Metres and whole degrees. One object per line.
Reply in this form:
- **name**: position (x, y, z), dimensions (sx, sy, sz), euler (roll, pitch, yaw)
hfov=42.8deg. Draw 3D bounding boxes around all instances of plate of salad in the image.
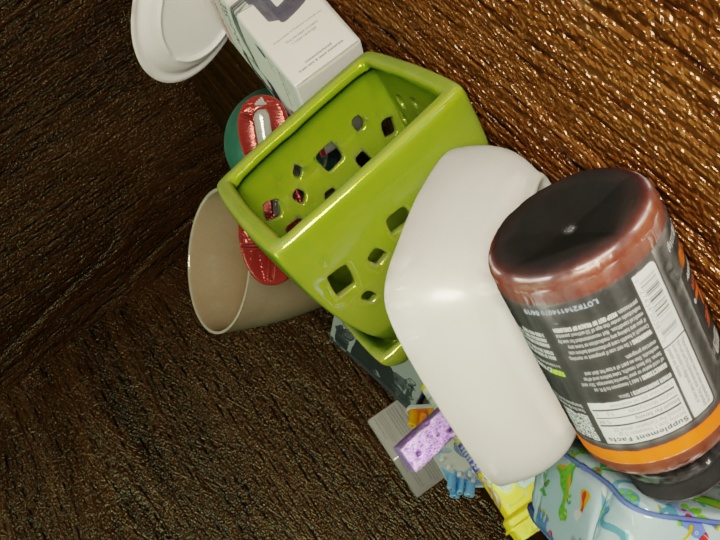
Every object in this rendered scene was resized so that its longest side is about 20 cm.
- **plate of salad**: position (-0.186, -0.303, 0.993), dimensions (0.047, 0.202, 0.201), euler (28, 165, 19)

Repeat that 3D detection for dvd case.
- **dvd case**: position (0.029, 0.085, 1.103), dimensions (0.150, 0.025, 0.201), euler (41, 155, 13)

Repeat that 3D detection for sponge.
- **sponge**: position (0.113, 0.109, 0.852), dimensions (0.030, 0.199, 0.112), euler (48, 172, 9)

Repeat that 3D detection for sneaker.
- **sneaker**: position (-0.092, -0.091, 1.033), dimensions (0.116, 0.076, 0.205), euler (-59, -29, -81)

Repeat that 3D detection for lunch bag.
- **lunch bag**: position (0.222, 0.189, 0.676), dimensions (0.157, 0.084, 0.200), euler (11, -178, -10)

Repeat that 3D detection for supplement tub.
- **supplement tub**: position (0.162, 0.047, 0.556), dimensions (0.202, 0.106, 0.107), euler (58, 173, -26)

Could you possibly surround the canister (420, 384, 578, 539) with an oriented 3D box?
- **canister**: position (0.171, 0.170, 1.001), dimensions (0.086, 0.149, 0.202), euler (-12, -117, -52)

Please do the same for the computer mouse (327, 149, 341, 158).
- **computer mouse**: position (-0.003, -0.126, 1.054), dimensions (0.202, 0.034, 0.058), euler (56, 153, -5)

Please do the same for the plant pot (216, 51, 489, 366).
- **plant pot**: position (0.017, -0.048, 0.805), dimensions (0.182, 0.198, 0.200), euler (51, 176, -31)

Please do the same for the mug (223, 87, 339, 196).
- **mug**: position (-0.089, -0.171, 1.273), dimensions (0.114, 0.181, 0.155), euler (-140, 42, -60)

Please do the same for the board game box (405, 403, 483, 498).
- **board game box**: position (0.176, 0.228, 1.144), dimensions (0.201, 0.196, 0.026), euler (61, -148, -42)

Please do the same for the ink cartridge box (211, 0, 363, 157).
- **ink cartridge box**: position (-0.076, -0.244, 0.968), dimensions (0.201, 0.084, 0.145), euler (53, 174, 22)

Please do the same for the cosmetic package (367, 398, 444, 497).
- **cosmetic package**: position (0.124, 0.201, 1.248), dimensions (0.085, 0.198, 0.108), euler (50, 171, 47)

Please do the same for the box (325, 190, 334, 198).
- **box**: position (0.030, -0.031, 1.211), dimensions (0.157, 0.041, 0.200), euler (58, 174, -20)

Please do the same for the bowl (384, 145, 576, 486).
- **bowl**: position (0.112, 0.023, 0.651), dimensions (0.201, 0.074, 0.201), euler (58, -143, -26)

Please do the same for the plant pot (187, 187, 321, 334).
- **plant pot**: position (-0.110, -0.010, 1.256), dimensions (0.197, 0.190, 0.188), euler (2, -148, -36)
